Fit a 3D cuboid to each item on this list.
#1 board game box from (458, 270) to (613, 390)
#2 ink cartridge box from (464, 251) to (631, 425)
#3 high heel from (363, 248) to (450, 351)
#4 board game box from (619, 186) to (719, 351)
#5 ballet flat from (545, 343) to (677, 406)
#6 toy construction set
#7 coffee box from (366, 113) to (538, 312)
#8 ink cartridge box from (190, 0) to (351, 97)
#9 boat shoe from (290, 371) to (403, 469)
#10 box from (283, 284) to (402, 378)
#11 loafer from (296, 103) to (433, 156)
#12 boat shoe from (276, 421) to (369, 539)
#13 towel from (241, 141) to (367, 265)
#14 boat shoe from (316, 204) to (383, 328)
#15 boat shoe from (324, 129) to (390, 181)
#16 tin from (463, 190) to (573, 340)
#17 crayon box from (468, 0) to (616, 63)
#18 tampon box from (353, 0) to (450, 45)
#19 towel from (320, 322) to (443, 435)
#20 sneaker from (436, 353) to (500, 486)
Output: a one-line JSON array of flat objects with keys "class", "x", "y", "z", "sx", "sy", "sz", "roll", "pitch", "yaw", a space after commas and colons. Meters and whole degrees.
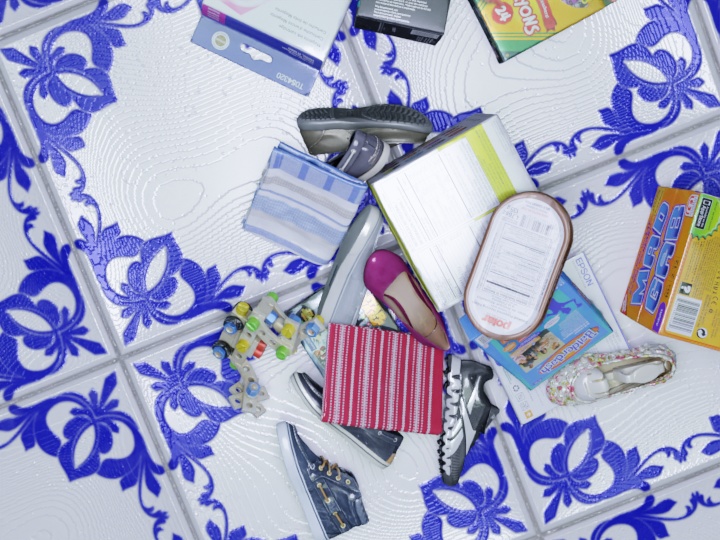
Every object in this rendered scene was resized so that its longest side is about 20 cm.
[{"class": "board game box", "x": 0.248, "y": 0.077, "z": 1.508, "sx": 0.152, "sy": 0.045, "sz": 0.200, "roll": -37, "pitch": 139, "yaw": 12}, {"class": "ink cartridge box", "x": 0.286, "y": 0.100, "z": 1.626, "sx": 0.199, "sy": 0.043, "sz": 0.199, "roll": -27, "pitch": 98, "yaw": 2}, {"class": "high heel", "x": 0.072, "y": 0.042, "z": 1.514, "sx": 0.067, "sy": 0.200, "sz": 0.096, "roll": -47, "pitch": 55, "yaw": -3}, {"class": "board game box", "x": 0.516, "y": 0.006, "z": 1.542, "sx": 0.198, "sy": 0.200, "sz": 0.201, "roll": 16, "pitch": 96, "yaw": -3}, {"class": "ballet flat", "x": 0.370, "y": 0.153, "z": 1.584, "sx": 0.199, "sy": 0.064, "sz": 0.076, "roll": -19, "pitch": 100, "yaw": 1}, {"class": "toy construction set", "x": -0.146, "y": 0.115, "z": 1.580, "sx": 0.131, "sy": 0.092, "sz": 0.201, "roll": 31, "pitch": 120, "yaw": 1}, {"class": "coffee box", "x": 0.138, "y": -0.087, "z": 1.524, "sx": 0.197, "sy": 0.200, "sz": 0.201, "roll": -29, "pitch": 98, "yaw": 2}, {"class": "ink cartridge box", "x": -0.122, "y": -0.383, "z": 1.565, "sx": 0.195, "sy": 0.043, "sz": 0.201, "roll": 24, "pitch": 94, "yaw": -4}, {"class": "boat shoe", "x": -0.019, "y": 0.207, "z": 1.580, "sx": 0.200, "sy": 0.075, "sz": 0.062, "roll": 40, "pitch": 94, "yaw": -9}, {"class": "box", "x": -0.007, "y": 0.110, "z": 1.623, "sx": 0.136, "sy": 0.040, "sz": 0.201, "roll": -33, "pitch": 96, "yaw": 2}, {"class": "loafer", "x": 0.007, "y": -0.199, "z": 1.581, "sx": 0.198, "sy": 0.075, "sz": 0.070, "roll": 2, "pitch": 119, "yaw": 7}, {"class": "boat shoe", "x": -0.057, "y": 0.307, "z": 1.633, "sx": 0.090, "sy": 0.071, "sz": 0.201, "roll": -21, "pitch": 103, "yaw": 0}, {"class": "towel", "x": -0.083, "y": -0.089, "z": 1.542, "sx": 0.146, "sy": 0.200, "sz": 0.024, "roll": 25, "pitch": 52, "yaw": -4}, {"class": "boat shoe", "x": 0.000, "y": 0.001, "z": 1.548, "sx": 0.071, "sy": 0.070, "sz": 0.202, "roll": 18, "pitch": 115, "yaw": -13}, {"class": "boat shoe", "x": -0.047, "y": -0.140, "z": 1.541, "sx": 0.063, "sy": 0.073, "sz": 0.199, "roll": 31, "pitch": 136, "yaw": -32}, {"class": "tin", "x": 0.203, "y": -0.006, "z": 1.402, "sx": 0.111, "sy": 0.042, "sz": 0.201, "roll": 21, "pitch": 97, "yaw": 17}, {"class": "crayon box", "x": 0.264, "y": -0.403, "z": 1.566, "sx": 0.199, "sy": 0.051, "sz": 0.128, "roll": -29, "pitch": 96, "yaw": 1}, {"class": "tampon box", "x": 0.072, "y": -0.432, "z": 1.508, "sx": 0.125, "sy": 0.150, "sz": 0.202, "roll": 12, "pitch": 96, "yaw": -2}, {"class": "towel", "x": 0.036, "y": 0.158, "z": 1.564, "sx": 0.199, "sy": 0.022, "sz": 0.146, "roll": 10, "pitch": 74, "yaw": -26}, {"class": "sneaker", "x": 0.164, "y": 0.228, "z": 1.627, "sx": 0.090, "sy": 0.066, "sz": 0.202, "roll": 4, "pitch": 94, "yaw": 1}]
